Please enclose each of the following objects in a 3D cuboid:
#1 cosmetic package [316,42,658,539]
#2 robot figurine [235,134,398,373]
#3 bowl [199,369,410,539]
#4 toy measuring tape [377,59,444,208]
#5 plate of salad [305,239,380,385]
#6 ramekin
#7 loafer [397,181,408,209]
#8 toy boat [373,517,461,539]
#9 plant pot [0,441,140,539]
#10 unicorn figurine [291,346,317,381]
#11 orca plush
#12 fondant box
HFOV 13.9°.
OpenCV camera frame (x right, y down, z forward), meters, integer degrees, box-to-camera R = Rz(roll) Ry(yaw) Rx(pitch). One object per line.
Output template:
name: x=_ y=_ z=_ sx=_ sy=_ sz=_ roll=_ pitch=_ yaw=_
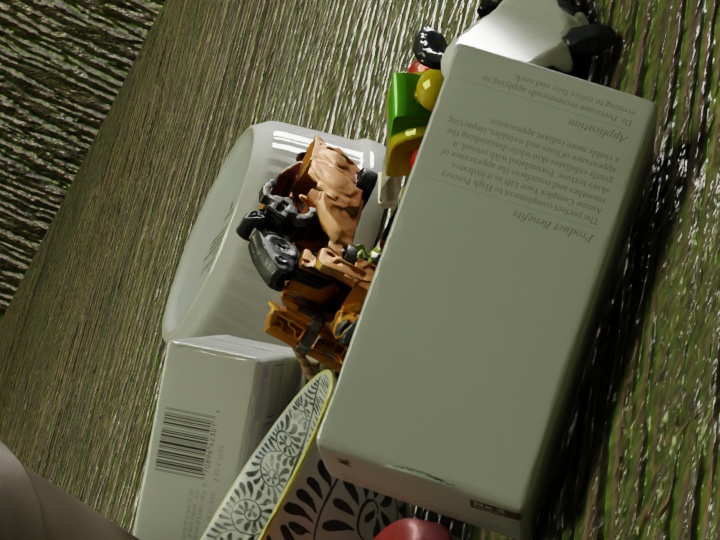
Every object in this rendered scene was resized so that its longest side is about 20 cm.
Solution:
cosmetic package: x=0.059 y=0.009 z=1.326 sx=0.074 sy=0.101 sz=0.201 roll=75 pitch=-145 yaw=-72
robot figurine: x=0.000 y=0.000 z=1.569 sx=0.058 sy=0.144 sz=0.200 roll=-58 pitch=7 yaw=23
bowl: x=-0.028 y=0.158 z=1.470 sx=0.201 sy=0.094 sz=0.201 roll=-58 pitch=8 yaw=12
toy measuring tape: x=0.047 y=-0.073 z=1.668 sx=0.200 sy=0.073 sz=0.074 roll=99 pitch=-170 yaw=-74
plate of salad: x=-0.005 y=0.039 z=1.749 sx=0.200 sy=0.048 sz=0.201 roll=-90 pitch=26 yaw=-64
ramekin: x=-0.061 y=-0.009 z=1.993 sx=0.202 sy=0.094 sz=0.203 roll=-156 pitch=90 yaw=-79
loafer: x=0.051 y=0.016 z=1.462 sx=0.073 sy=0.072 sz=0.200 roll=-62 pitch=13 yaw=21
toy boat: x=-0.016 y=0.182 z=1.294 sx=0.200 sy=0.130 sz=0.131 roll=-95 pitch=30 yaw=-68
plant pot: x=-0.189 y=0.189 z=1.560 sx=0.199 sy=0.173 sz=0.201 roll=-18 pitch=64 yaw=42
unicorn figurine: x=-0.029 y=0.154 z=1.611 sx=0.137 sy=0.073 sz=0.201 roll=135 pitch=139 yaw=-62
orca plush: x=0.081 y=-0.102 z=1.571 sx=0.200 sy=0.105 sz=0.071 roll=-105 pitch=8 yaw=-68
fondant box: x=-0.082 y=0.115 z=1.731 sx=0.200 sy=0.058 sz=0.145 roll=5 pitch=-84 yaw=-82
